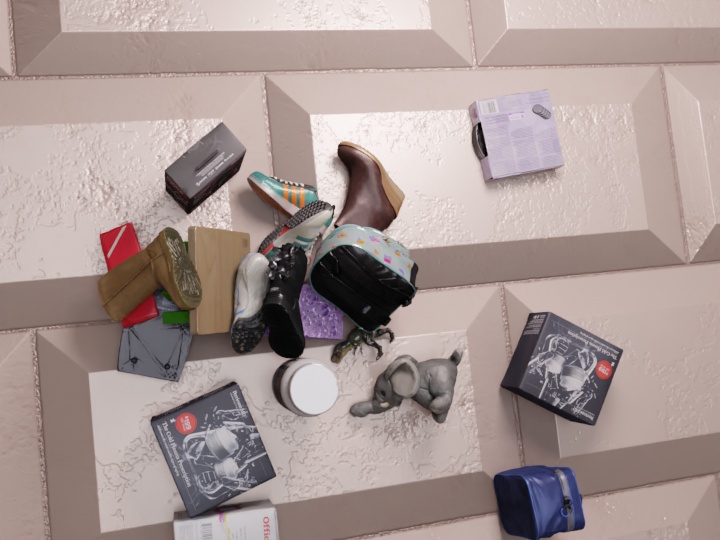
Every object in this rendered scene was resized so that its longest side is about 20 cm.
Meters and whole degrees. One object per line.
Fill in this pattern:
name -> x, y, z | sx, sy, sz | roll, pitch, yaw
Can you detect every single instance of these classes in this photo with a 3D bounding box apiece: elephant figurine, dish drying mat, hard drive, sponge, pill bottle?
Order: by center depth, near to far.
dish drying mat -> -0.458, 0.008, 1.491 | 0.076, 0.018, 0.201 | -20, 76, 1
pill bottle -> -0.108, 0.229, 1.492 | 0.113, 0.200, 0.115 | 1, 84, -13
hard drive -> -0.402, 0.113, 1.512 | 0.134, 0.042, 0.201 | 12, 80, -12
sponge -> -0.133, 0.083, 1.574 | 0.199, 0.030, 0.112 | 5, 81, -22
elephant figurine -> 0.095, 0.237, 1.588 | 0.199, 0.142, 0.156 | 15, 51, 4

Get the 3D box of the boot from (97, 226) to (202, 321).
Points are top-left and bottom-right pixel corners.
boot -> -0.391, 0.039, 1.398 | 0.200, 0.066, 0.176 | -34, 61, 24

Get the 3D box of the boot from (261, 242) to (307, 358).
boot -> -0.142, 0.057, 1.503 | 0.073, 0.199, 0.163 | 0, 48, 10

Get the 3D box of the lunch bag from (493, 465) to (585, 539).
lunch bag -> 0.384, 0.481, 1.590 | 0.132, 0.200, 0.137 | -7, 81, -17

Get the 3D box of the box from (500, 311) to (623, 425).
box -> 0.444, 0.216, 1.673 | 0.199, 0.104, 0.183 | 26, 80, -10

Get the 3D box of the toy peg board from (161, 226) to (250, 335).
toy peg board -> -0.306, 0.022, 1.493 | 0.097, 0.199, 0.201 | -2, 88, 22

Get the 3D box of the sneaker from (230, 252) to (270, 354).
sneaker -> -0.219, 0.065, 1.498 | 0.071, 0.072, 0.201 | 10, 87, -21

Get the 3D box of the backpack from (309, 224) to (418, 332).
backpack -> 0.000, 0.000, 1.537 | 0.199, 0.176, 0.154 | 30, 38, -21

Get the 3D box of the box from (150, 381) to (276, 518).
box -> -0.290, 0.346, 1.486 | 0.181, 0.104, 0.201 | -23, 91, -16

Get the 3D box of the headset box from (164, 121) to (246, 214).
headset box -> -0.306, -0.199, 1.487 | 0.149, 0.200, 0.075 | -44, 95, -15

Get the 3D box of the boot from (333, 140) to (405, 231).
boot -> -0.008, -0.160, 1.614 | 0.200, 0.072, 0.167 | 43, 66, -14

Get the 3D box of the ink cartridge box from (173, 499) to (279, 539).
ink cartridge box -> -0.261, 0.541, 1.483 | 0.199, 0.085, 0.146 | -3, 86, -13

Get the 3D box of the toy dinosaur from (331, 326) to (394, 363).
toy dinosaur -> 0.026, 0.136, 1.617 | 0.088, 0.047, 0.200 | 43, 73, 0

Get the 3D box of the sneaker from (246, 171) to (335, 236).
sneaker -> -0.143, -0.157, 1.594 | 0.200, 0.071, 0.080 | 35, 76, -16

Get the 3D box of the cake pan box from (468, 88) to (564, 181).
cake pan box -> 0.357, -0.309, 1.740 | 0.199, 0.052, 0.185 | -13, 86, -15

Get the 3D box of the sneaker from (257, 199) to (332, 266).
sneaker -> -0.116, -0.063, 1.552 | 0.199, 0.070, 0.093 | -34, 115, 25
